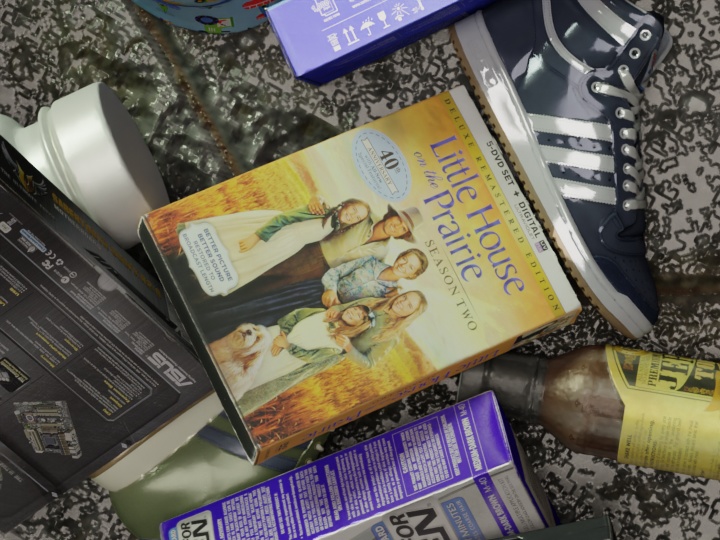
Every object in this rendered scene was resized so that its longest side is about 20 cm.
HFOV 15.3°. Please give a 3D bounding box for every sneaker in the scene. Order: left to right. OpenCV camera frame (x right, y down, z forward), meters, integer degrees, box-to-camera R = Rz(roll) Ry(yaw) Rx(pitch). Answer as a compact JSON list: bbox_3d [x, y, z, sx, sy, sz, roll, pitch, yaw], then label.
[{"bbox_3d":[-0.048,0.091,1.496,0.200,0.067,0.090,-33,102,3],"label":"sneaker"},{"bbox_3d":[0.139,-0.070,1.458,0.108,0.070,0.200,-28,86,9],"label":"sneaker"}]

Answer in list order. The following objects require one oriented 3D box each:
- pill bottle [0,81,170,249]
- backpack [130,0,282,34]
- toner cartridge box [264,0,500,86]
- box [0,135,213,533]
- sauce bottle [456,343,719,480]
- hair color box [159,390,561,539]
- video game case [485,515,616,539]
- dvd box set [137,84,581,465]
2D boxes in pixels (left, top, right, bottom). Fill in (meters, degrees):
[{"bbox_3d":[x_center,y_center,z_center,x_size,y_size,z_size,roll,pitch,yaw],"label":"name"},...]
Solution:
[{"bbox_3d":[-0.211,-0.021,1.480,0.199,0.114,0.115,-26,89,7],"label":"pill bottle"},{"bbox_3d":[-0.085,-0.234,1.449,0.182,0.135,0.200,33,98,6],"label":"backpack"},{"bbox_3d":[0.052,-0.162,1.453,0.199,0.095,0.043,-25,89,7],"label":"toner cartridge box"},{"bbox_3d":[-0.194,0.034,1.422,0.158,0.048,0.200,-35,127,15],"label":"box"},{"bbox_3d":[0.152,0.075,1.465,0.199,0.065,0.065,10,93,5],"label":"sauce bottle"},{"bbox_3d":[0.004,0.154,1.461,0.199,0.065,0.109,-22,131,9],"label":"hair color box"},{"bbox_3d":[0.067,0.232,1.452,0.180,0.026,0.201,-12,123,8],"label":"video game case"},{"bbox_3d":[0.000,0.000,1.445,0.199,0.029,0.147,-22,76,-17],"label":"dvd box set"}]
